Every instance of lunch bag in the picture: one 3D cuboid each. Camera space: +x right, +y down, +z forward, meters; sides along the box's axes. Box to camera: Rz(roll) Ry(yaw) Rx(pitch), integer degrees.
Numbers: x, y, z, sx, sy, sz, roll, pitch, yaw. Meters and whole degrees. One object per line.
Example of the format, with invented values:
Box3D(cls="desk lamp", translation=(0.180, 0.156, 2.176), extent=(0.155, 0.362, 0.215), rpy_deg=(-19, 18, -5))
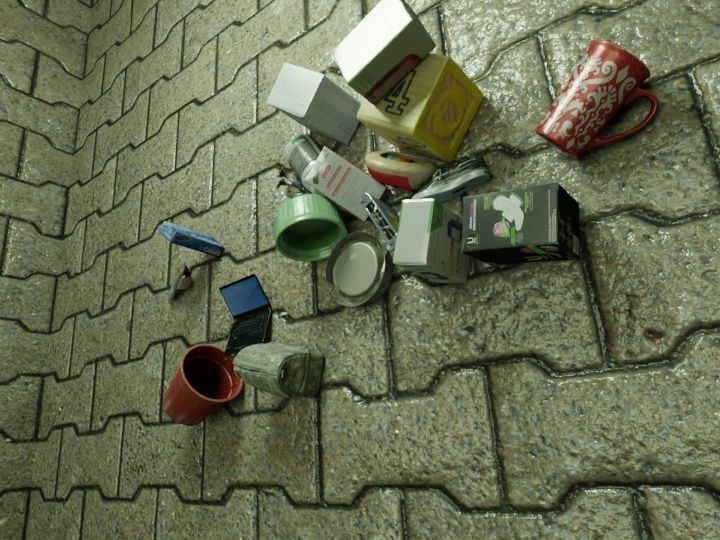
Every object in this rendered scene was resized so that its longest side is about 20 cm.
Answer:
Box3D(cls="lunch bag", translation=(-0.227, 0.266, 1.414), extent=(0.199, 0.167, 0.140), rpy_deg=(3, 80, 40))

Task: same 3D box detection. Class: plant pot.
Box3D(cls="plant pot", translation=(-0.498, 0.364, 1.602), extent=(0.195, 0.200, 0.201), rpy_deg=(-47, 54, 29))

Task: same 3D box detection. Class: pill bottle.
Box3D(cls="pill bottle", translation=(-0.138, -0.305, 1.537), extent=(0.113, 0.113, 0.200), rpy_deg=(-48, 53, 18))

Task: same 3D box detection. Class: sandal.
Box3D(cls="sandal", translation=(-0.648, 0.039, 1.893), extent=(0.207, 0.059, 0.079), rpy_deg=(-53, 32, 41))

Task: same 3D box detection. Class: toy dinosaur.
Box3D(cls="toy dinosaur", translation=(-0.171, -0.232, 1.549), extent=(0.181, 0.200, 0.105), rpy_deg=(35, 136, 8))

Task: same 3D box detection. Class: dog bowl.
Box3D(cls="dog bowl", translation=(0.000, 0.000, 1.378), extent=(0.199, 0.059, 0.201), rpy_deg=(-12, 70, 35))

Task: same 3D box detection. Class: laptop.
Box3D(cls="laptop", translation=(-0.371, 0.139, 1.603), extent=(0.177, 0.103, 0.201), rpy_deg=(-20, 46, 34))

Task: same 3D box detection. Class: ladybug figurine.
Box3D(cls="ladybug figurine", translation=(0.098, -0.256, 1.333), extent=(0.199, 0.136, 0.072), rpy_deg=(21, 121, 30))

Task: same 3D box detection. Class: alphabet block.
Box3D(cls="alphabet block", translation=(0.147, -0.406, 1.287), extent=(0.200, 0.195, 0.197), rpy_deg=(29, 98, 39))

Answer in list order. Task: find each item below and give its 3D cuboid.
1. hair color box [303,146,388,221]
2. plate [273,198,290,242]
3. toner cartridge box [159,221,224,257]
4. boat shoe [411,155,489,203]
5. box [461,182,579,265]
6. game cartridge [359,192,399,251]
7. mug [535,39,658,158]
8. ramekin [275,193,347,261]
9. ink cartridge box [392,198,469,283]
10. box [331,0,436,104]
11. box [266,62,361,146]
Box3D(cls="hair color box", translation=(-0.038, -0.233, 1.405), extent=(0.200, 0.064, 0.111), rpy_deg=(34, 102, 1))
Box3D(cls="plate", translation=(-0.206, -0.148, 1.606), extent=(0.199, 0.026, 0.201), rpy_deg=(-12, 69, 35))
Box3D(cls="toner cartridge box", translation=(-0.570, -0.104, 1.771), extent=(0.095, 0.200, 0.043), rpy_deg=(32, 97, 39))
Box3D(cls="boat shoe", translation=(0.210, -0.217, 1.259), extent=(0.199, 0.073, 0.068), rpy_deg=(-24, 68, 32))
Box3D(cls="box", translation=(0.331, -0.088, 1.078), extent=(0.199, 0.148, 0.125), rpy_deg=(-3, 77, 37))
Box3D(cls="game cartridge", translation=(0.083, -0.103, 1.291), extent=(0.040, 0.133, 0.200), rpy_deg=(-41, 56, 14))
Box3D(cls="mug", translation=(0.473, -0.329, 1.047), extent=(0.200, 0.133, 0.178), rpy_deg=(-55, 50, 17))
Box3D(cls="ramekin", translation=(-0.139, -0.120, 1.438), extent=(0.200, 0.200, 0.098), rpy_deg=(-30, 53, 29))
Box3D(cls="ink cartridge box", translation=(0.168, -0.061, 1.169), extent=(0.087, 0.200, 0.146), rpy_deg=(2, 78, 35))
Box3D(cls="box", translation=(0.052, -0.510, 1.199), extent=(0.200, 0.109, 0.128), rpy_deg=(-36, 57, 25))
Box3D(cls="box", translation=(-0.129, -0.484, 1.523), extent=(0.200, 0.199, 0.131), rpy_deg=(33, 98, 39))
